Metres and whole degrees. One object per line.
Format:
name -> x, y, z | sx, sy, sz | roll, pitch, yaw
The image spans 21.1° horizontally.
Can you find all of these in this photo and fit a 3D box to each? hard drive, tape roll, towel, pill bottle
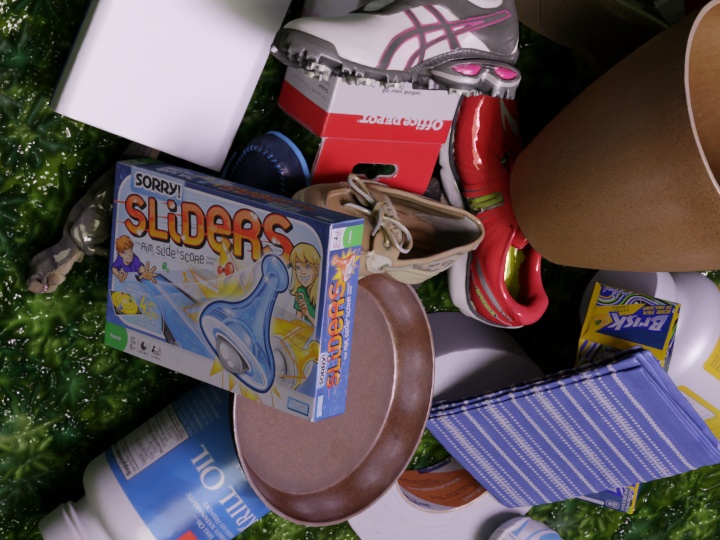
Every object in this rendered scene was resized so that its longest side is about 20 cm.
hard drive -> -0.117, -0.182, 1.328 | 0.132, 0.025, 0.200 | 19, 98, -31
tape roll -> 0.063, 0.136, 1.576 | 0.200, 0.066, 0.201 | -10, 120, -18
towel -> 0.164, 0.125, 1.499 | 0.200, 0.024, 0.145 | -17, 133, 31
pill bottle -> -0.140, 0.167, 1.473 | 0.200, 0.112, 0.112 | -36, 125, -3
pill bottle -> 0.275, 0.067, 1.604 | 0.200, 0.112, 0.112 | 34, 99, -34

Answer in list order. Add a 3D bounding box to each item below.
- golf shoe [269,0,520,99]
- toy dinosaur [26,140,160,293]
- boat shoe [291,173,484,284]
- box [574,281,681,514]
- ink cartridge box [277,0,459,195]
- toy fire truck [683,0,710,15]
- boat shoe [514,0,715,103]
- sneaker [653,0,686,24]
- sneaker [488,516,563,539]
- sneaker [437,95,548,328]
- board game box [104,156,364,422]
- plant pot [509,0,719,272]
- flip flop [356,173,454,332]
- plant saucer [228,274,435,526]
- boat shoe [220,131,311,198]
golf shoe -> 0.024, -0.164, 1.301 | 0.200, 0.077, 0.088 | -1, 100, -40
toy dinosaur -> -0.160, -0.050, 1.389 | 0.088, 0.047, 0.200 | 30, 98, -27
boat shoe -> 0.019, -0.032, 1.367 | 0.063, 0.073, 0.200 | -22, 169, 26
box -> 0.202, 0.104, 1.532 | 0.070, 0.064, 0.200 | 15, 140, 12
ink cartridge box -> 0.016, -0.158, 1.383 | 0.116, 0.067, 0.200 | 1, 116, -37
toy fire truck -> 0.296, -0.249, 1.423 | 0.200, 0.129, 0.176 | 43, 52, -13
boat shoe -> 0.184, -0.184, 1.414 | 0.201, 0.066, 0.072 | 29, 133, -25
sneaker -> 0.219, -0.121, 1.495 | 0.075, 0.082, 0.200 | 25, 104, -32
sneaker -> 0.153, 0.260, 1.641 | 0.072, 0.073, 0.200 | -38, 158, 2
sneaker -> 0.114, -0.053, 1.466 | 0.077, 0.085, 0.201 | -21, 113, -38
board game box -> -0.089, 0.009, 1.308 | 0.034, 0.200, 0.136 | -11, 112, -49
plant pot -> 0.208, -0.073, 1.370 | 0.200, 0.187, 0.186 | -20, 139, 42
flip flop -> 0.000, 0.000, 1.484 | 0.200, 0.058, 0.081 | -47, 132, -14
plant saucer -> -0.026, 0.085, 1.417 | 0.200, 0.034, 0.201 | -11, 107, -42
boat shoe -> -0.087, -0.006, 1.393 | 0.069, 0.084, 0.200 | -24, 140, -41
